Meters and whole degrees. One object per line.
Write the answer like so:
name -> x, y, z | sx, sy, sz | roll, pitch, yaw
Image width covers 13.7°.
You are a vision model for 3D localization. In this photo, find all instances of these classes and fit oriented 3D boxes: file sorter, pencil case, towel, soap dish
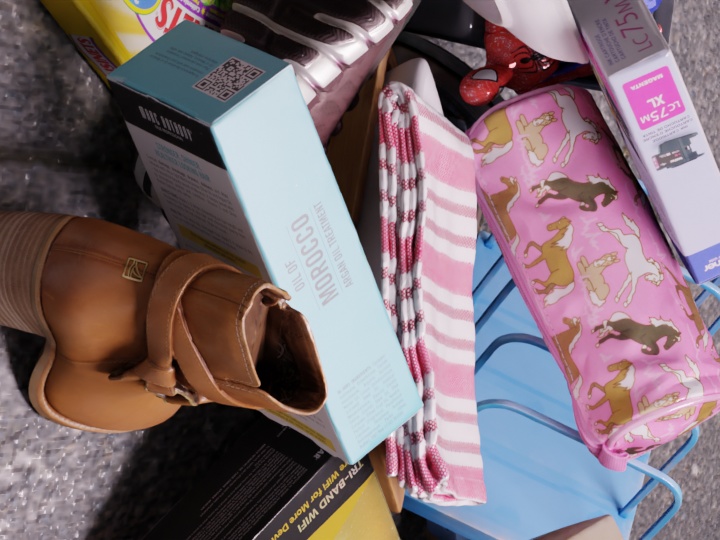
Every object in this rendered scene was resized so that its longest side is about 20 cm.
file sorter -> 0.125, 0.054, 1.698 | 0.123, 0.139, 0.200 | -53, -166, 49
pencil case -> 0.122, 0.003, 1.586 | 0.083, 0.086, 0.200 | 0, 60, -61
towel -> 0.040, 0.015, 1.484 | 0.146, 0.030, 0.201 | 27, 61, -75
soap dish -> 0.000, 0.000, 1.557 | 0.158, 0.081, 0.200 | 73, 20, -45

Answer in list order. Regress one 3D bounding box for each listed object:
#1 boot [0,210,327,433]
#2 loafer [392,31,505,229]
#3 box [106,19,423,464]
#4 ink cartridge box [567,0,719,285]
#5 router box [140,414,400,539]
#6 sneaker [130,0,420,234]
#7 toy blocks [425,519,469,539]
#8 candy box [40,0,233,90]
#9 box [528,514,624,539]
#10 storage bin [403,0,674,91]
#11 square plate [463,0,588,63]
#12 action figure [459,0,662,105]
boot -> -0.080, 0.039, 1.352 | 0.200, 0.154, 0.074 | 44, 62, -61
loafer -> 0.053, -0.072, 1.713 | 0.063, 0.072, 0.200 | -58, 156, -6
box -> -0.041, -0.011, 1.350 | 0.049, 0.082, 0.200 | -38, 129, -22
ink cartridge box -> 0.153, -0.078, 1.556 | 0.200, 0.042, 0.119 | 58, 9, -45
router box -> -0.064, 0.182, 1.496 | 0.200, 0.052, 0.157 | -46, 142, -22
sneaker -> -0.033, -0.080, 1.462 | 0.200, 0.076, 0.116 | -46, 150, -22
toy blocks -> 0.108, 0.127, 1.818 | 0.200, 0.100, 0.137 | -42, 153, -24
candy box -> -0.090, -0.125, 1.427 | 0.102, 0.026, 0.200 | -67, 153, -18
box -> 0.060, 0.208, 1.526 | 0.200, 0.078, 0.095 | -26, 91, -41
storage bin -> 0.085, -0.208, 1.674 | 0.134, 0.145, 0.201 | 3, 97, -38
square plate -> 0.020, -0.200, 1.475 | 0.028, 0.198, 0.200 | -42, 146, -8
action figure -> 0.132, -0.148, 1.615 | 0.200, 0.052, 0.066 | -36, 117, -15
